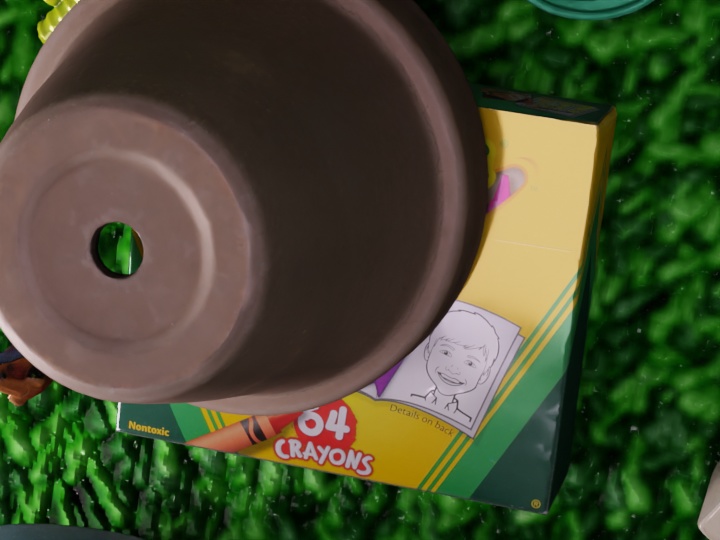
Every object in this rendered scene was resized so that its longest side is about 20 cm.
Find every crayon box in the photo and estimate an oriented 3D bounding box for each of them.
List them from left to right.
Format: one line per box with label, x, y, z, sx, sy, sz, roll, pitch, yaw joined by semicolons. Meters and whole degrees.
crayon box;0.000;0.000;0.996;0.200;0.058;0.173;10;108;12

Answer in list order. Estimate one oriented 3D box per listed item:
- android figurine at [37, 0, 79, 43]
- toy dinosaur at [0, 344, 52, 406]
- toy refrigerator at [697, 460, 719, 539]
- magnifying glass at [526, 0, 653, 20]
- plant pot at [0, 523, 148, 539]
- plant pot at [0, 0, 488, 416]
android figurine;-0.086;-0.182;0.978;0.200;0.041;0.182;-40;93;20
toy dinosaur;-0.186;-0.033;1.027;0.181;0.105;0.200;37;100;-19
toy refrigerator;0.243;0.136;0.961;0.200;0.076;0.070;40;112;2
magnifying glass;0.040;-0.162;0.936;0.200;0.022;0.080;19;102;-7
plant pot;-0.135;0.190;1.036;0.200;0.200;0.135;1;72;15
plant pot;-0.065;-0.027;0.885;0.200;0.175;0.201;3;102;16
